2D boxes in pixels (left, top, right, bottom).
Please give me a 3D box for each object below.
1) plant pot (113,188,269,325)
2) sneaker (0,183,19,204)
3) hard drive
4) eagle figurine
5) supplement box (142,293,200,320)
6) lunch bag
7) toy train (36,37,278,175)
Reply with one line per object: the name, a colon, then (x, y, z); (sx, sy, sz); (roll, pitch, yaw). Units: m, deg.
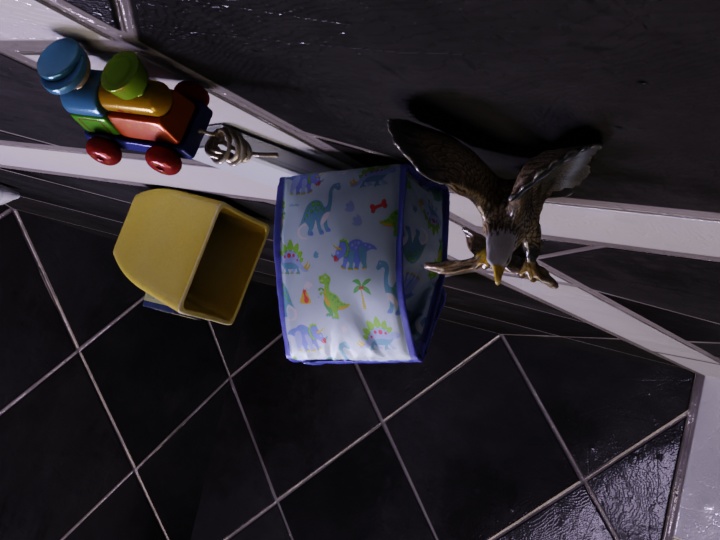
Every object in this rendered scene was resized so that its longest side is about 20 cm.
plant pot: (-0.312, -0.039, 1.687); (0.198, 0.196, 0.195); (21, 178, 22)
sneaker: (-0.917, -0.184, 2.369); (0.198, 0.076, 0.088); (8, -176, 37)
hard drive: (-0.106, -0.122, 1.119); (0.198, 0.027, 0.131); (17, 174, -35)
eagle figurine: (0.119, -0.061, 0.803); (0.150, 0.152, 0.201); (-24, 138, -3)
supplement box: (-0.652, 0.056, 3.455); (0.133, 0.202, 0.200); (12, 174, 23)
lunch bag: (0.000, 0.000, 1.034); (0.168, 0.203, 0.127); (-4, 165, 33)
toy train: (-0.175, -0.144, 0.827); (0.198, 0.085, 0.116); (11, 161, 26)
